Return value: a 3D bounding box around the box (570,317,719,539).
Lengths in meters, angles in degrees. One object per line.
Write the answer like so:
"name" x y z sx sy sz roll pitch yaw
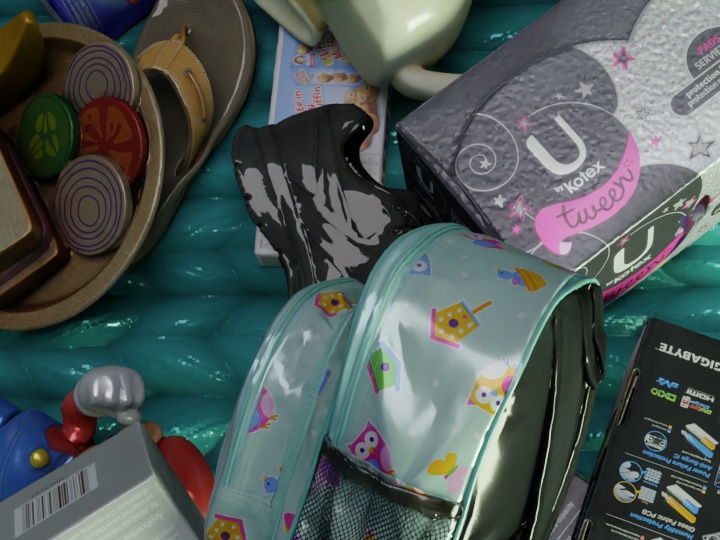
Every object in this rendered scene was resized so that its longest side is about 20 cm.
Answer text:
"box" 0.208 0.143 0.753 0.199 0.050 0.199 19 60 8

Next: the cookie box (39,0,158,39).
"cookie box" -0.124 -0.244 0.900 0.200 0.171 0.075 -38 74 -8

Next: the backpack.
"backpack" 0.029 0.075 0.706 0.153 0.176 0.201 29 103 18

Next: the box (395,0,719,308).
"box" 0.137 -0.071 0.834 0.200 0.115 0.132 -37 70 -6

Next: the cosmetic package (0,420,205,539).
"cosmetic package" -0.095 0.190 0.738 0.107 0.090 0.200 -30 109 -5

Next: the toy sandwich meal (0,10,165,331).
"toy sandwich meal" -0.208 -0.056 0.873 0.204 0.070 0.206 -5 78 24

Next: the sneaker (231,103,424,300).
"sneaker" 0.000 0.000 0.828 0.090 0.076 0.201 -22 87 6

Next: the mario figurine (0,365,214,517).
"mario figurine" -0.172 0.110 0.809 0.199 0.124 0.106 13 51 17

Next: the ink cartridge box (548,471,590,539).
"ink cartridge box" 0.112 0.168 0.794 0.200 0.039 0.100 35 79 18

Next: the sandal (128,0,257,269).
"sandal" -0.123 -0.094 0.907 0.080 0.054 0.201 21 75 14

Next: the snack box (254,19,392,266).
"snack box" -0.018 -0.098 0.911 0.072 0.024 0.201 3 71 8

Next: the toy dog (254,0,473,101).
"toy dog" 0.046 -0.214 0.864 0.200 0.140 0.194 -43 76 -15
